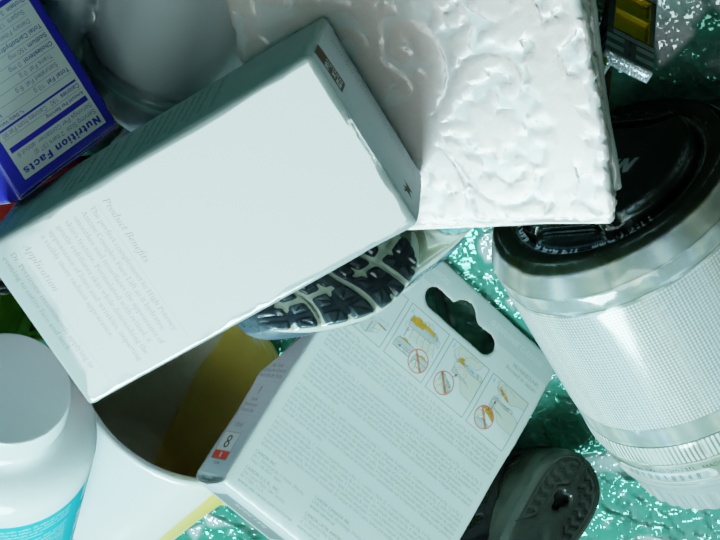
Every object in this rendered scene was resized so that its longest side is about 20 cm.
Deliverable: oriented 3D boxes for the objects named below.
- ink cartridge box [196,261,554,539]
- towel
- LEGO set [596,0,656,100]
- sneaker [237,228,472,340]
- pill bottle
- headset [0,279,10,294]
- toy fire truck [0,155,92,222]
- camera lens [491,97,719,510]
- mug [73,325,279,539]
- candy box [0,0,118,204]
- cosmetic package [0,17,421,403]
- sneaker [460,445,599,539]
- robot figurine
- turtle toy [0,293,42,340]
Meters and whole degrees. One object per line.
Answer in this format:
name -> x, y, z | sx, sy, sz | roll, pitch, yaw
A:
ink cartridge box -> 0.013, 0.093, 1.203 | 0.162, 0.201, 0.050 | 41, 156, -22
towel -> 0.027, -0.114, 0.960 | 0.189, 0.032, 0.201 | 0, 119, 20
LEGO set -> 0.110, -0.159, 1.005 | 0.153, 0.116, 0.200 | 32, 127, -14
sneaker -> 0.000, 0.000, 1.114 | 0.078, 0.199, 0.087 | 47, 139, 15
pill bottle -> -0.214, 0.116, 1.131 | 0.110, 0.111, 0.200 | 19, 146, -4
headset -> -0.286, -0.018, 1.069 | 0.198, 0.094, 0.124 | 15, 105, 12
toy fire truck -> -0.099, -0.029, 1.108 | 0.167, 0.200, 0.113 | -29, 84, 25
camera lens -> 0.178, 0.016, 1.102 | 0.159, 0.161, 0.201 | -19, 122, 24
mug -> -0.127, 0.121, 1.256 | 0.186, 0.150, 0.153 | 38, 134, 0
candy box -> -0.234, -0.135, 1.040 | 0.201, 0.077, 0.169 | 59, 157, -15
cosmetic package -> -0.077, -0.029, 0.963 | 0.199, 0.074, 0.102 | -28, 108, 15
sneaker -> 0.067, 0.198, 1.270 | 0.076, 0.200, 0.114 | 39, 166, -20
robot figurine -> -0.090, -0.150, 1.054 | 0.168, 0.113, 0.201 | -1, 132, -22
turtle toy -> -0.256, -0.008, 1.195 | 0.101, 0.146, 0.201 | 26, 131, 18
